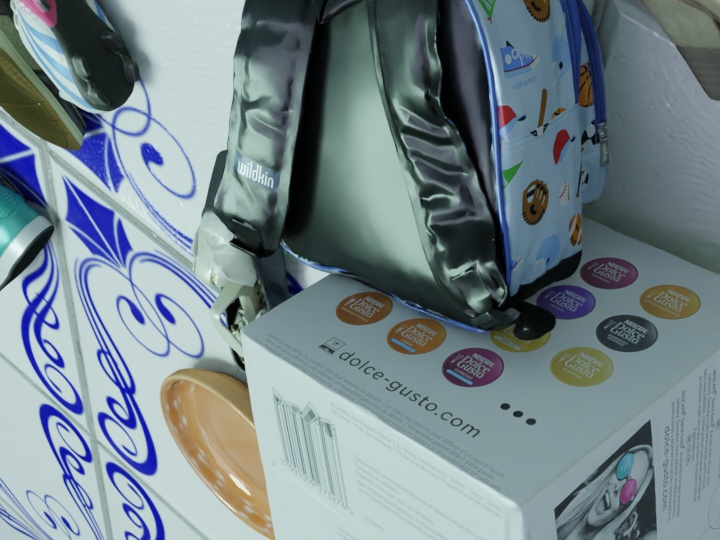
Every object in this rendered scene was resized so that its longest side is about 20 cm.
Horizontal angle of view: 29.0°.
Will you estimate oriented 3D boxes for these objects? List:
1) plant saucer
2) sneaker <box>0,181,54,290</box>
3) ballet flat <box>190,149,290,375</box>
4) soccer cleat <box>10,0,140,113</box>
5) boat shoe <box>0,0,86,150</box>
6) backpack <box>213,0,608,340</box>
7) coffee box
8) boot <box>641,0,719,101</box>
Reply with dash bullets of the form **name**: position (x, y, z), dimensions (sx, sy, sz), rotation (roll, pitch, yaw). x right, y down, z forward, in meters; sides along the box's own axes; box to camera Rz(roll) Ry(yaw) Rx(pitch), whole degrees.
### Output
- **plant saucer**: position (-0.106, 0.168, 1.288), dimensions (0.199, 0.037, 0.201), rotation (35, 148, 25)
- **sneaker**: position (-0.385, -0.038, 1.379), dimensions (0.121, 0.084, 0.200), rotation (46, 143, -5)
- **ballet flat**: position (-0.089, 0.004, 1.045), dimensions (0.073, 0.073, 0.202), rotation (27, 143, 34)
- **soccer cleat**: position (-0.231, -0.201, 1.001), dimensions (0.086, 0.070, 0.202), rotation (14, 136, 45)
- **boat shoe**: position (-0.266, -0.171, 1.091), dimensions (0.072, 0.065, 0.201), rotation (15, 155, 29)
- **backpack**: position (0.032, -0.089, 0.684), dimensions (0.198, 0.154, 0.193), rotation (17, 130, 35)
- **coffee box**: position (0.080, 0.103, 0.744), dimensions (0.199, 0.197, 0.202), rotation (28, 137, 41)
- **boot**: position (0.169, -0.138, 0.534), dimensions (0.199, 0.070, 0.148), rotation (2, 124, 52)
